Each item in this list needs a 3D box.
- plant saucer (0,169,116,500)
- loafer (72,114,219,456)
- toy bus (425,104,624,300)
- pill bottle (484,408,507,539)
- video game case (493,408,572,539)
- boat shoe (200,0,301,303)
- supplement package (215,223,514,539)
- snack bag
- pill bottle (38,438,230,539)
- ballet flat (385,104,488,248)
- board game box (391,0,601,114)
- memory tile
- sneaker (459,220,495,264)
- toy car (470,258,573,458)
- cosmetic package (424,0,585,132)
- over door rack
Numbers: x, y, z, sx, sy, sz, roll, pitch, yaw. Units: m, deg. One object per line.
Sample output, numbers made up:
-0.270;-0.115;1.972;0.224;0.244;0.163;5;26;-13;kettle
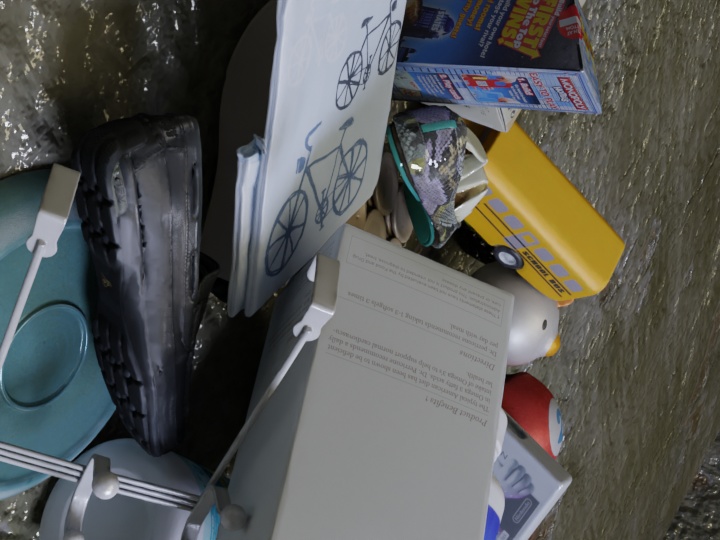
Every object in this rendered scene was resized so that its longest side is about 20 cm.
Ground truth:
-0.184;0.045;0.614;0.200;0.027;0.203;-39;141;-40;plant saucer
-0.109;0.012;0.601;0.070;0.068;0.204;-20;126;-32;loafer
0.127;-0.062;0.918;0.200;0.078;0.066;44;63;-19;toy bus
0.030;0.176;0.712;0.113;0.110;0.203;64;42;-55;pill bottle
0.059;0.176;0.911;0.023;0.182;0.202;-18;144;-48;video game case
-0.052;-0.079;0.723;0.093;0.073;0.203;-12;120;-78;boat shoe
-0.001;0.101;0.604;0.117;0.115;0.203;-43;-151;56;supplement package
-0.020;-0.096;0.637;0.189;0.021;0.203;-47;152;-53;snack bag
-0.119;0.190;0.743;0.112;0.110;0.200;-60;152;-11;pill bottle
0.064;-0.067;0.820;0.073;0.071;0.201;-61;167;-10;ballet flat
0.090;-0.191;0.733;0.202;0.198;0.062;-63;150;-5;board game box
0.000;0.000;0.845;0.153;0.016;0.203;50;48;-60;memory tile
0.138;-0.057;1.041;0.086;0.077;0.200;-59;150;-15;sneaker
0.136;0.071;0.994;0.202;0.176;0.184;-59;163;15;toy car
0.115;-0.220;0.858;0.202;0.102;0.073;-57;151;-15;cosmetic package
-0.114;0.066;0.534;0.202;0.146;0.067;-62;-159;27;over door rack
